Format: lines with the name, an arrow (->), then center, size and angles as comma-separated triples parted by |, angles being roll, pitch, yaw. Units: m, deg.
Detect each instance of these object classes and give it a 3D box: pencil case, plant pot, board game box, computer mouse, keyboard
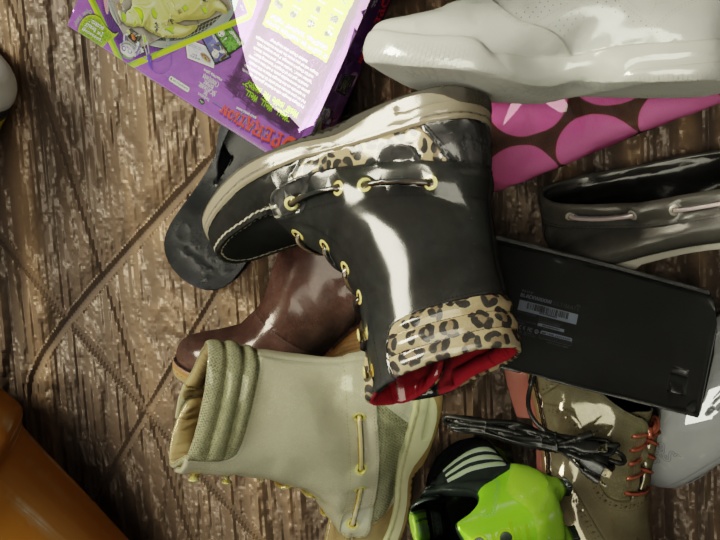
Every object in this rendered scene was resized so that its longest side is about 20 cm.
pencil case -> 0.138, -0.119, 0.921 | 0.198, 0.091, 0.094 | -21, 94, 17
plant pot -> -0.251, 0.194, 1.065 | 0.183, 0.201, 0.200 | 37, 111, -12
board game box -> -0.083, -0.159, 0.972 | 0.199, 0.032, 0.121 | 34, 104, 25
computer mouse -> 0.231, 0.063, 0.959 | 0.110, 0.044, 0.200 | 42, 110, 2
keyboard -> 0.102, 0.050, 0.923 | 0.198, 0.021, 0.128 | 14, 75, 5

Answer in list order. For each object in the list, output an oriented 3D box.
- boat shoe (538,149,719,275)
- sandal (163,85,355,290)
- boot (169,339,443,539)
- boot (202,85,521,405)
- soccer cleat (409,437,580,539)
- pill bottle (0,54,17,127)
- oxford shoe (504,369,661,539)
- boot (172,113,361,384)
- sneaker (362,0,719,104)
boat shoe -> 0.197, -0.046, 0.928 | 0.198, 0.067, 0.057 | -18, 113, 22
sandal -> -0.063, -0.072, 1.012 | 0.076, 0.043, 0.201 | 29, 109, 8
boot -> -0.043, 0.120, 0.987 | 0.153, 0.072, 0.201 | 3, 132, -15
boot -> 0.000, 0.000, 0.889 | 0.199, 0.073, 0.152 | -22, 70, 29
soccer cleat -> 0.061, 0.140, 0.950 | 0.080, 0.200, 0.068 | -11, 90, -14
pill bottle -> -0.316, -0.066, 1.050 | 0.112, 0.112, 0.201 | 36, 110, 5
oxford shoe -> 0.147, 0.115, 0.951 | 0.074, 0.070, 0.202 | -23, 83, 34
boot -> -0.031, -0.012, 1.001 | 0.198, 0.072, 0.168 | -7, 105, 7
sneaker -> 0.101, -0.138, 0.857 | 0.198, 0.075, 0.089 | 1, 86, 7
